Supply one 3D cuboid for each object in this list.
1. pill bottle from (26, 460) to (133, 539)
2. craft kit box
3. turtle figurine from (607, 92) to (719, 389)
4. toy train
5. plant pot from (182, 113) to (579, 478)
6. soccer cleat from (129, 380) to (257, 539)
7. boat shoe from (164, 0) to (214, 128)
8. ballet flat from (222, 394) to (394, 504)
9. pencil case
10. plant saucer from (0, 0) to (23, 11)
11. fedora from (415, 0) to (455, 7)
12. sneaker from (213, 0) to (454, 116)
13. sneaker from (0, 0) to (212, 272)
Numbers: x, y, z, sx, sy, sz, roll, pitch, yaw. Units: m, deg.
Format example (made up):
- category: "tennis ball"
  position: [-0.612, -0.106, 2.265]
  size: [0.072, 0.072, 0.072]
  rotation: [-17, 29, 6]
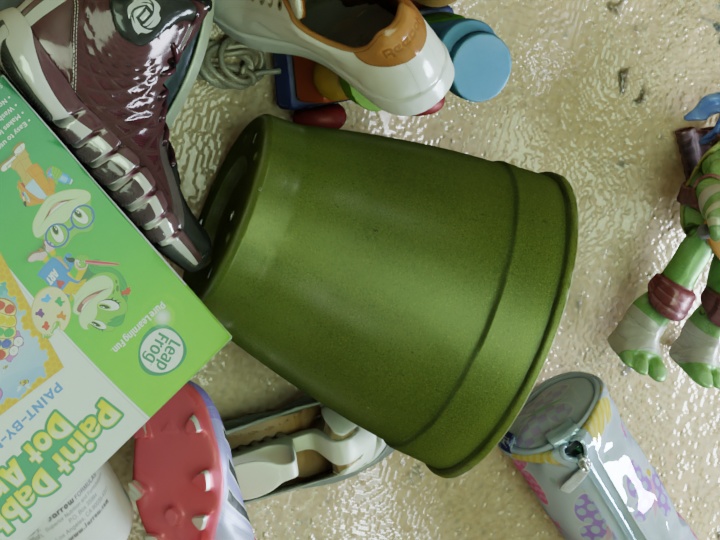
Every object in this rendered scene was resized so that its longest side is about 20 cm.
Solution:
- category: "pill bottle"
  position: [-0.224, 0.090, 1.205]
  size: [0.114, 0.114, 0.201]
  rotation: [-32, 113, -14]
- category: "craft kit box"
  position: [-0.205, 0.032, 1.119]
  size: [0.200, 0.048, 0.198]
  rotation: [-45, 113, -10]
- category: "turtle figurine"
  position: [0.265, -0.002, 1.375]
  size: [0.199, 0.144, 0.195]
  rotation: [32, 111, 14]
- category: "toy train"
  position: [-0.015, -0.120, 1.251]
  size: [0.198, 0.116, 0.085]
  rotation: [-12, 106, -22]
- category: "plant pot"
  position: [0.000, 0.000, 1.258]
  size: [0.192, 0.200, 0.202]
  rotation: [21, 93, -15]
- category: "soccer cleat"
  position: [-0.089, 0.162, 1.257]
  size: [0.076, 0.066, 0.202]
  rotation: [-20, 100, -62]
- category: "boat shoe"
  position: [-0.146, -0.109, 1.221]
  size: [0.062, 0.075, 0.201]
  rotation: [15, 104, -37]
- category: "ballet flat"
  position: [-0.037, 0.116, 1.324]
  size: [0.199, 0.064, 0.068]
  rotation: [-14, 107, -21]
- category: "pencil case"
  position: [0.175, 0.163, 1.417]
  size: [0.083, 0.091, 0.201]
  rotation: [-40, 115, -11]
- category: "plant saucer"
  position: [-0.262, -0.139, 1.172]
  size: [0.199, 0.050, 0.202]
  rotation: [-6, 105, -24]
- category: "fedora"
  position: [0.038, -0.227, 1.244]
  size: [0.199, 0.082, 0.202]
  rotation: [7, 56, -11]
- category: "sneaker"
  position: [-0.033, -0.164, 1.186]
  size: [0.073, 0.199, 0.085]
  rotation: [-52, 146, -13]
- category: "sneaker"
  position: [-0.112, -0.095, 1.154]
  size: [0.115, 0.076, 0.200]
  rotation: [-43, 130, -8]
